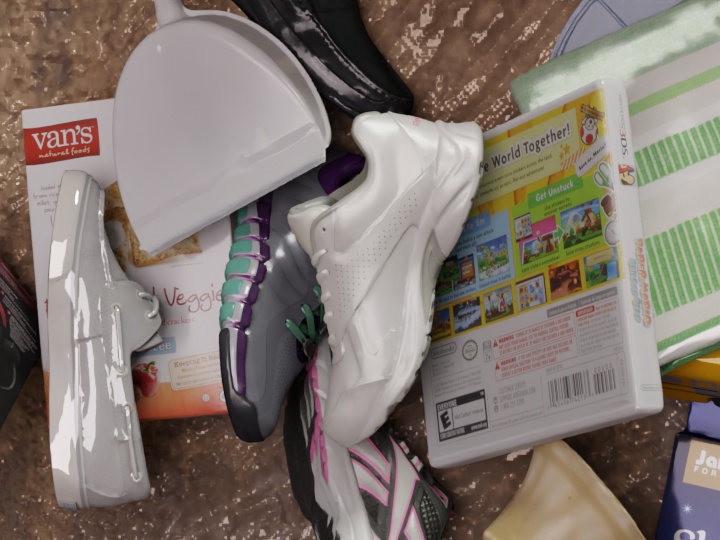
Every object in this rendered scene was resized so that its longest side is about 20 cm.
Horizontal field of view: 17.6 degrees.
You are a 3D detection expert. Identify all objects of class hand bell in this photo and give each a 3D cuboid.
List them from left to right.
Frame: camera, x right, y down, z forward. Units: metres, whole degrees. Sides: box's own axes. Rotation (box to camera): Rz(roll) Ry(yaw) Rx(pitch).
[{"bbox_3d":[0.062,0.193,1.326,0.200,0.104,0.104,-40,78,-8],"label":"hand bell"}]

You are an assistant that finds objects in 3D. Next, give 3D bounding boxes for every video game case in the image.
[{"bbox_3d":[0.093,0.007,1.321,0.200,0.023,0.184,-22,70,55],"label":"video game case"}]

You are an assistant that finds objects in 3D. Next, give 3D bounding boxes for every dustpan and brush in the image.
[{"bbox_3d":[-0.105,-0.127,1.392,0.139,0.057,0.201,-27,83,18],"label":"dustpan and brush"}]

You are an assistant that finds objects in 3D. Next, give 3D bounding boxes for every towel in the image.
[{"bbox_3d":[0.183,-0.053,1.302,0.152,0.023,0.201,-24,66,11],"label":"towel"}]

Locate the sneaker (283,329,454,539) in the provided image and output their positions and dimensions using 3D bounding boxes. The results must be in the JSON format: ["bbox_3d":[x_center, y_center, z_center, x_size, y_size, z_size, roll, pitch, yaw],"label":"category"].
[{"bbox_3d":[0.011,0.134,1.399,0.086,0.080,0.202,-5,74,-20],"label":"sneaker"}]

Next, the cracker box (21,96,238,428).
[{"bbox_3d":[-0.133,-0.007,1.445,0.133,0.058,0.202,-6,87,16],"label":"cracker box"}]

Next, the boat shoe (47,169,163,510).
[{"bbox_3d":[-0.152,0.041,1.389,0.068,0.072,0.202,-1,82,-4],"label":"boat shoe"}]

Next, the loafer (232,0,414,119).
[{"bbox_3d":[-0.034,-0.168,1.412,0.070,0.068,0.201,-47,73,19],"label":"loafer"}]

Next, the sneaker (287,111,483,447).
[{"bbox_3d":[0.000,0.000,1.336,0.099,0.078,0.202,16,97,-4],"label":"sneaker"}]

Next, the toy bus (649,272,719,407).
[{"bbox_3d":[0.180,0.036,1.332,0.198,0.078,0.066,9,76,17],"label":"toy bus"}]

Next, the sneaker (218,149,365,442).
[{"bbox_3d":[-0.033,0.006,1.375,0.087,0.075,0.202,-1,60,9],"label":"sneaker"}]

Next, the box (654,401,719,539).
[{"bbox_3d":[0.228,0.171,1.347,0.120,0.032,0.202,12,91,17],"label":"box"}]

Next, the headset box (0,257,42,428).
[{"bbox_3d":[-0.271,0.026,1.411,0.075,0.200,0.149,-36,105,15],"label":"headset box"}]

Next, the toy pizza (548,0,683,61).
[{"bbox_3d":[0.204,-0.092,1.358,0.198,0.032,0.202,0,90,16],"label":"toy pizza"}]
